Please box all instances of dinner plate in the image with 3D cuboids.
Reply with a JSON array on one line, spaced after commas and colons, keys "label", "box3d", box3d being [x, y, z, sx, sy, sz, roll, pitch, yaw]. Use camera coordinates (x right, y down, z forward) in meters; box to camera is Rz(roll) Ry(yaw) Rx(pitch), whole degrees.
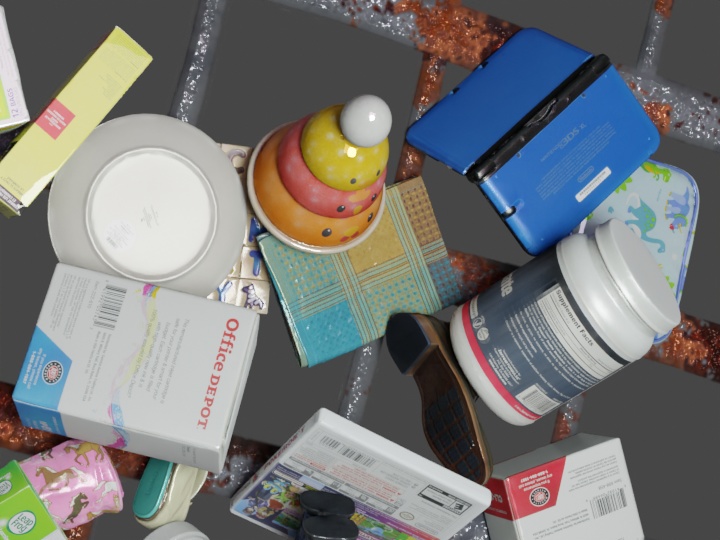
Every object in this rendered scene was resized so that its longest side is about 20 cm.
[{"label": "dinner plate", "box3d": [-0.207, -0.055, 1.614, 0.199, 0.024, 0.202, 0, 89, -16]}]

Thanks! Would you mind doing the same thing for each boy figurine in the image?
[{"label": "boy figurine", "box3d": [-0.056, 0.319, 1.610, 0.064, 0.125, 0.201, 9, 118, -12]}]

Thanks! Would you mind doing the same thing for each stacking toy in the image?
[{"label": "stacking toy", "box3d": [-0.021, -0.112, 1.580, 0.145, 0.200, 0.147, 6, 69, -15]}]

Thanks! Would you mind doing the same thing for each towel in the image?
[{"label": "towel", "box3d": [0.000, 0.000, 1.694, 0.199, 0.022, 0.147, -22, 99, -24]}]

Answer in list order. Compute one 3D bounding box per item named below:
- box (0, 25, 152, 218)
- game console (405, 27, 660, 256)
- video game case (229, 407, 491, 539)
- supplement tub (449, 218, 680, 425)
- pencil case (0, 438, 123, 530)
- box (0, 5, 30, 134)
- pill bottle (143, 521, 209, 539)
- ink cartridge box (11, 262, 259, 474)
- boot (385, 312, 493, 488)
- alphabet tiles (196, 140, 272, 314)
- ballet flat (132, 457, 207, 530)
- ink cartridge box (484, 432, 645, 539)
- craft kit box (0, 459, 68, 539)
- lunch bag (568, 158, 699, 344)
[{"label": "box", "box3d": [-0.285, -0.141, 1.565, 0.050, 0.075, 0.200, 42, 77, -15]}, {"label": "game console", "box3d": [0.181, -0.138, 1.719, 0.200, 0.118, 0.171, -42, 105, -15]}, {"label": "video game case", "box3d": [-0.002, 0.228, 1.625, 0.199, 0.182, 0.023, 27, 42, -18]}, {"label": "supplement tub", "box3d": [0.203, 0.052, 1.638, 0.200, 0.140, 0.141, -34, 104, 21]}, {"label": "pencil case", "box3d": [-0.321, 0.224, 1.544, 0.199, 0.087, 0.083, -23, 79, -18]}, {"label": "box", "box3d": [-0.418, -0.163, 1.500, 0.199, 0.101, 0.113, -15, 94, -20]}, {"label": "pill bottle", "box3d": [-0.129, 0.330, 1.544, 0.116, 0.200, 0.116, -28, 135, -33]}, {"label": "ink cartridge box", "box3d": [-0.205, 0.092, 1.533, 0.199, 0.085, 0.145, 13, 65, 3]}, {"label": "boot", "box3d": [0.108, 0.127, 1.669, 0.097, 0.075, 0.201, 0, 56, -43]}, {"label": "alphabet tiles", "box3d": [-0.119, -0.042, 1.661, 0.199, 0.008, 0.168, 6, 87, -20]}, {"label": "ballet flat", "box3d": [-0.167, 0.161, 1.618, 0.069, 0.069, 0.201, 23, 84, -19]}, {"label": "ink cartridge box", "box3d": [0.221, 0.291, 1.744, 0.144, 0.084, 0.201, -16, 94, -21]}, {"label": "craft kit box", "box3d": [-0.353, 0.295, 1.489, 0.197, 0.049, 0.201, -34, 134, -13]}, {"label": "lunch bag", "box3d": [0.277, -0.024, 1.769, 0.160, 0.082, 0.201, 14, 84, -18]}]
